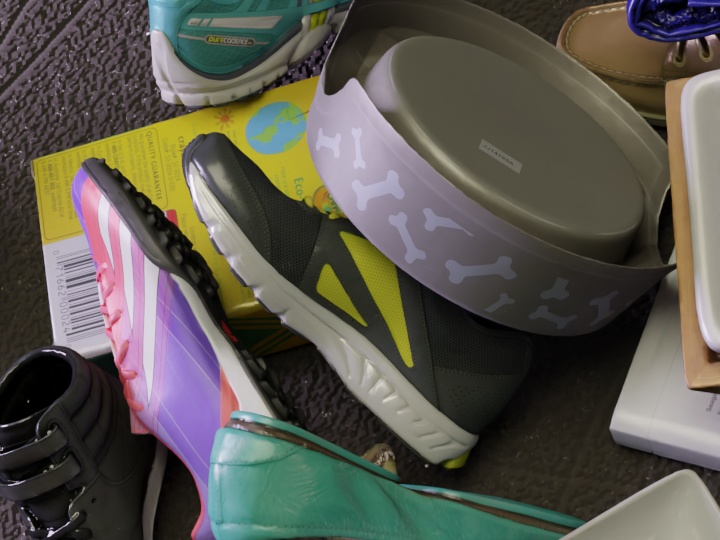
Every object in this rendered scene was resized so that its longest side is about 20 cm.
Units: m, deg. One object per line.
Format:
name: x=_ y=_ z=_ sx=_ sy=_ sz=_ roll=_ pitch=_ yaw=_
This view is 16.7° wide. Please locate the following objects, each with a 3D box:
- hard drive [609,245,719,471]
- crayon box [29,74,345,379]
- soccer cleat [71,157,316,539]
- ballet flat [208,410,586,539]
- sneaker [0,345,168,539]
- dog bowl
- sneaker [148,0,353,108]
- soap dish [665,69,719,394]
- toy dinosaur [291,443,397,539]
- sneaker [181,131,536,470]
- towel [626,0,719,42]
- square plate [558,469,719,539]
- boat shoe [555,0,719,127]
hard drive: x=0.232 y=0.044 z=1.136 sx=0.200 sy=0.027 sz=0.132 roll=13 pitch=66 yaw=23
crayon box: x=-0.060 y=-0.021 z=1.241 sx=0.200 sy=0.051 sz=0.127 roll=-15 pitch=59 yaw=8
soccer cleat: x=-0.094 y=0.036 z=1.161 sx=0.073 sy=0.068 sz=0.200 roll=-36 pitch=73 yaw=6
ballet flat: x=0.013 y=0.120 z=1.086 sx=0.067 sy=0.200 sz=0.070 roll=3 pitch=76 yaw=57
sneaker: x=-0.140 y=0.124 z=1.141 sx=0.071 sy=0.099 sz=0.200 roll=-19 pitch=50 yaw=24
dog bowl: x=0.063 y=-0.049 z=1.152 sx=0.200 sy=0.200 sz=0.059 roll=54 pitch=125 yaw=32
sneaker: x=-0.036 y=-0.159 z=1.275 sx=0.077 sy=0.080 sz=0.200 roll=13 pitch=41 yaw=36
soap dish: x=0.243 y=-0.023 z=1.102 sx=0.200 sy=0.081 sz=0.157 roll=-7 pitch=64 yaw=12
toy dinosaur: x=-0.037 y=0.173 z=1.132 sx=0.200 sy=0.047 sz=0.088 roll=-44 pitch=56 yaw=-5
sneaker: x=0.000 y=0.000 z=1.154 sx=0.085 sy=0.074 sz=0.200 roll=-44 pitch=101 yaw=3
towel: x=0.211 y=-0.173 z=1.195 sx=0.148 sy=0.050 sz=0.200 roll=2 pitch=31 yaw=11
square plate: x=0.103 y=0.213 z=1.014 sx=0.200 sy=0.028 sz=0.198 roll=-27 pitch=76 yaw=-14
boat shoe: x=0.190 y=-0.112 z=1.213 sx=0.200 sy=0.066 sz=0.074 roll=6 pitch=63 yaw=19
